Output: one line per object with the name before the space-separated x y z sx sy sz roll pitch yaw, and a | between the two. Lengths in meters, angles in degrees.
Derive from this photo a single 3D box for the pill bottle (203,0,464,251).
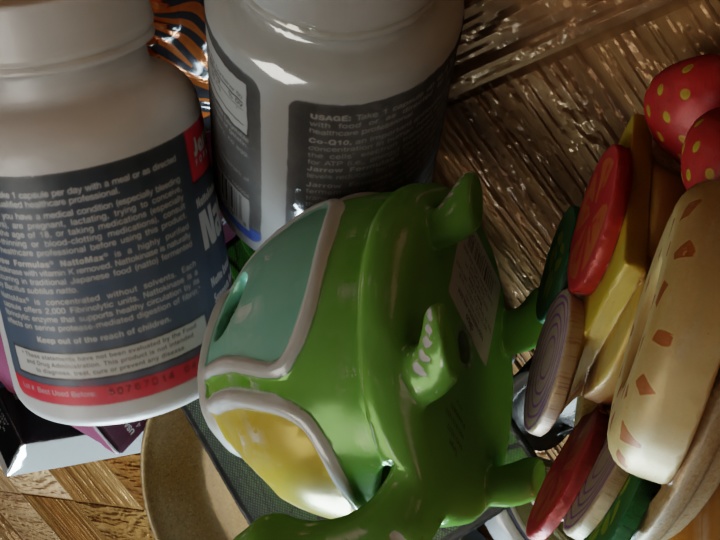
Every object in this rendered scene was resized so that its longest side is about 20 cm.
pill bottle | -0.013 -0.096 0.618 0.114 0.114 0.200 39 153 17

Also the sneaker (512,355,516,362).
sneaker | 0.000 0.000 0.769 0.200 0.087 0.075 50 156 -3

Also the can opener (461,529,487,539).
can opener | 0.036 0.150 0.811 0.066 0.053 0.200 19 -166 -42

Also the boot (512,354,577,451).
boot | 0.158 0.085 0.661 0.174 0.069 0.200 41 152 14

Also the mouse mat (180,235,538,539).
mouse mat | -0.018 0.066 0.720 0.201 0.161 0.008 58 -160 12

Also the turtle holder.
turtle holder | 0.003 0.056 0.588 0.131 0.187 0.141 -8 163 25

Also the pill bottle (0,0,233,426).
pill bottle | -0.129 -0.040 0.652 0.119 0.119 0.201 20 127 45

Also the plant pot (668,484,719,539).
plant pot | 0.188 0.143 0.492 0.199 0.184 0.201 16 138 15

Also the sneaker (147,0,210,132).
sneaker | -0.109 -0.129 0.703 0.200 0.111 0.078 90 156 -54

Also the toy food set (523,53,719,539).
toy food set | 0.105 0.016 0.510 0.048 0.201 0.198 15 138 -3

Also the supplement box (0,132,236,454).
supplement box | -0.137 -0.009 0.832 0.131 0.200 0.103 20 149 42

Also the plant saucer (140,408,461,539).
plant saucer | -0.031 0.124 0.771 0.199 0.035 0.202 6 106 23

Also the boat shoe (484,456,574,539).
boat shoe | 0.152 0.157 0.760 0.200 0.072 0.062 35 135 -19

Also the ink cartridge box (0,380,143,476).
ink cartridge box | -0.168 0.078 0.940 0.100 0.199 0.039 54 128 28
